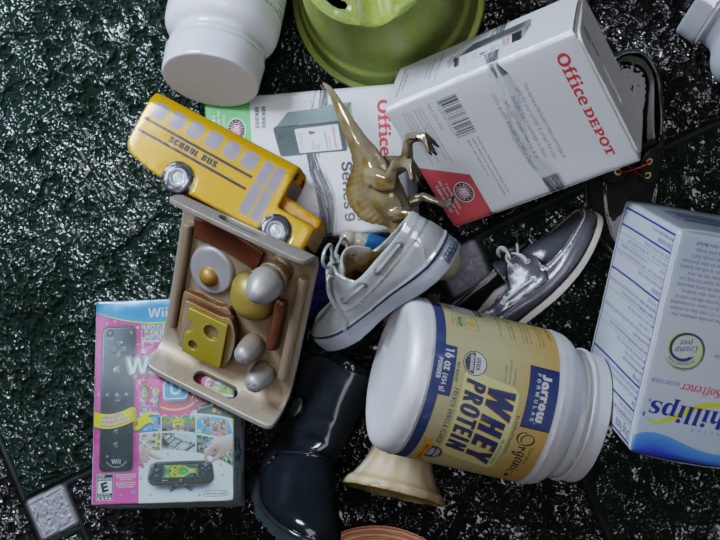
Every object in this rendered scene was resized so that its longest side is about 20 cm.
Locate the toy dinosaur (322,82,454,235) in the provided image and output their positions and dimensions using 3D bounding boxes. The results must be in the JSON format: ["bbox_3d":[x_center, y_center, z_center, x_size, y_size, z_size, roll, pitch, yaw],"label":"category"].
[{"bbox_3d":[0.021,-0.087,1.316,0.100,0.058,0.202,-19,99,39],"label":"toy dinosaur"}]

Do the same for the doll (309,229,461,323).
[{"bbox_3d":[0.001,0.005,1.406,0.198,0.137,0.049,-9,47,13],"label":"doll"}]

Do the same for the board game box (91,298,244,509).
[{"bbox_3d":[-0.189,0.132,1.429,0.146,0.064,0.203,-3,76,8],"label":"board game box"}]

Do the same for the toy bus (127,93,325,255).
[{"bbox_3d":[-0.121,-0.085,1.356,0.199,0.065,0.079,28,85,10],"label":"toy bus"}]

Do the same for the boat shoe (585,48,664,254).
[{"bbox_3d":[0.257,-0.113,1.395,0.073,0.063,0.204,1,90,5],"label":"boat shoe"}]

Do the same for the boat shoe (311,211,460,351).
[{"bbox_3d":[-0.001,0.003,1.316,0.086,0.202,0.075,40,49,-13],"label":"boat shoe"}]

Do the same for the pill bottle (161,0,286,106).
[{"bbox_3d":[-0.126,-0.269,1.390,0.112,0.114,0.202,5,66,8],"label":"pill bottle"}]

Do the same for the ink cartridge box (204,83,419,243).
[{"bbox_3d":[-0.046,-0.101,1.422,0.197,0.084,0.148,-5,87,8],"label":"ink cartridge box"}]

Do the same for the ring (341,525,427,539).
[{"bbox_3d":[0.018,0.356,1.438,0.198,0.019,0.203,0,88,7],"label":"ring"}]

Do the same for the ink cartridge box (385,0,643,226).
[{"bbox_3d":[0.146,-0.148,1.341,0.198,0.083,0.147,-19,120,26],"label":"ink cartridge box"}]

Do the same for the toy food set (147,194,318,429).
[{"bbox_3d":[-0.125,0.040,1.330,0.142,0.060,0.202,24,125,14],"label":"toy food set"}]

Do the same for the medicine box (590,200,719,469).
[{"bbox_3d":[0.288,0.053,1.305,0.102,0.182,0.202,10,100,-6],"label":"medicine box"}]

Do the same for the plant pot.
[{"bbox_3d":[0.017,-0.281,1.368,0.198,0.184,0.203,0,88,7],"label":"plant pot"}]

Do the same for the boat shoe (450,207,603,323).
[{"bbox_3d":[0.152,0.008,1.394,0.063,0.073,0.200,40,99,-17],"label":"boat shoe"}]

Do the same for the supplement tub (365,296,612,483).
[{"bbox_3d":[0.117,0.114,1.323,0.198,0.144,0.146,14,91,-13],"label":"supplement tub"}]

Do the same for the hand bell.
[{"bbox_3d":[0.053,0.122,1.418,0.103,0.104,0.202,11,77,8],"label":"hand bell"}]

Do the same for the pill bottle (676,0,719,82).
[{"bbox_3d":[0.401,-0.202,1.351,0.199,0.112,0.113,36,93,7],"label":"pill bottle"}]

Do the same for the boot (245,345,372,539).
[{"bbox_3d":[-0.038,0.165,1.368,0.076,0.200,0.170,24,95,-20],"label":"boot"}]
